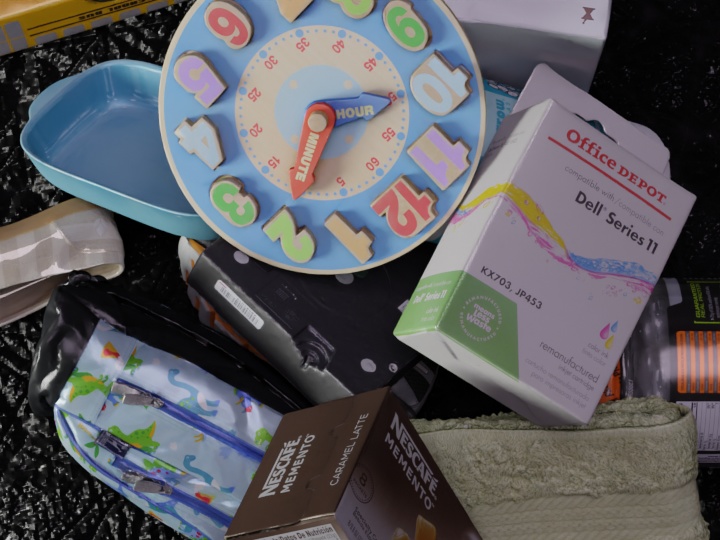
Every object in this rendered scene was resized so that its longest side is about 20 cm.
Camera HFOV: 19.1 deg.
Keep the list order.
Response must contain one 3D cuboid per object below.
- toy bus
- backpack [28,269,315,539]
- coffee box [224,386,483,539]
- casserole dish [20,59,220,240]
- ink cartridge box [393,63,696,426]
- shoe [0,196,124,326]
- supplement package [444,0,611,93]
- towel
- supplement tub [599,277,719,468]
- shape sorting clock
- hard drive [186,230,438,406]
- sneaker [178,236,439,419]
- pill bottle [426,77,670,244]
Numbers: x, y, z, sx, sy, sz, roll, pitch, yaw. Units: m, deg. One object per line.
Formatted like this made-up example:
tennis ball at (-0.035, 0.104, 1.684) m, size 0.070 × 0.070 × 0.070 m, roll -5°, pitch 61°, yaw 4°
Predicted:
toy bus at (-0.211, -0.198, 1.451) m, size 0.199 × 0.078 × 0.065 m, roll -17°, pitch 78°, yaw -4°
backpack at (-0.110, 0.096, 1.353) m, size 0.199 × 0.163 × 0.155 m, roll 15°, pitch 86°, yaw -3°
coffee box at (0.016, 0.185, 1.271) m, size 0.079 × 0.115 × 0.200 m, roll -15°, pitch 119°, yaw 29°
casserole dish at (-0.129, -0.077, 1.406) m, size 0.199 × 0.039 × 0.121 m, roll 20°, pitch 49°, yaw 27°
ink cartridge box at (0.120, -0.021, 1.283) m, size 0.117 × 0.067 × 0.201 m, roll 31°, pitch 74°, yaw -15°
shoe at (-0.249, 0.011, 1.406) m, size 0.199 × 0.070 × 0.054 m, roll -23°, pitch 69°, yaw -7°
supplement package at (0.066, -0.198, 1.388) m, size 0.190 × 0.200 × 0.148 m, roll 9°, pitch 77°, yaw 2°
towel at (0.118, 0.155, 1.333) m, size 0.199 × 0.036 × 0.149 m, roll -6°, pitch 107°, yaw 19°
supplement tub at (0.240, 0.065, 1.365) m, size 0.199 × 0.123 × 0.123 m, roll 1°, pitch 77°, yaw 1°
shape sorting clock at (-0.024, -0.094, 1.281) m, size 0.199 × 0.039 × 0.201 m, roll 1°, pitch 108°, yaw 4°
hard drive at (0.000, 0.000, 1.372) m, size 0.140 × 0.038 × 0.200 m, roll 42°, pitch 46°, yaw 8°
sneaker at (-0.035, 0.034, 1.405) m, size 0.200 × 0.078 × 0.077 m, roll 39°, pitch 66°, yaw 5°
pill bottle at (0.090, -0.063, 1.371) m, size 0.199 × 0.111 × 0.111 m, roll 14°, pitch 76°, yaw -19°
